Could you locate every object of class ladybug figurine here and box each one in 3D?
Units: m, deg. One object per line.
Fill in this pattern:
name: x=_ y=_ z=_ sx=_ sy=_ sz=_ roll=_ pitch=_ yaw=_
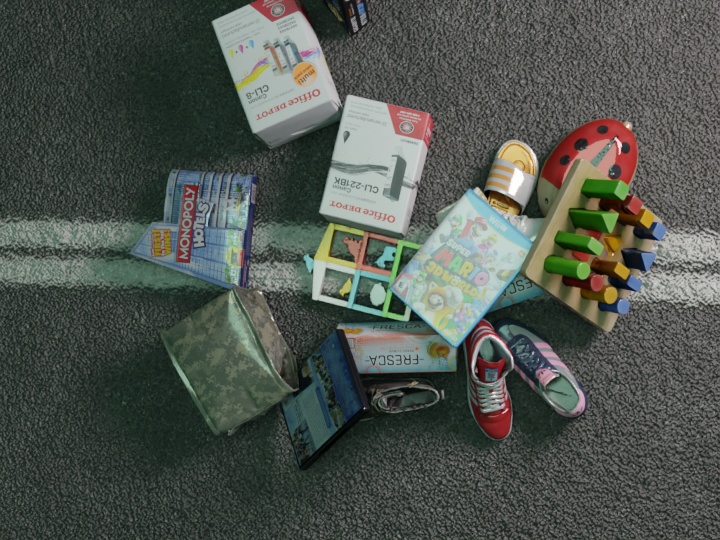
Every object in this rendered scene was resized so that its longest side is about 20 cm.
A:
ladybug figurine: x=0.364 y=-0.159 z=1.685 sx=0.135 sy=0.072 sz=0.201 roll=37 pitch=92 yaw=9

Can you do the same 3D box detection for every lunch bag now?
lunch bag: x=-0.203 y=0.150 z=1.723 sx=0.163 sy=0.117 sz=0.202 roll=-31 pitch=78 yaw=16

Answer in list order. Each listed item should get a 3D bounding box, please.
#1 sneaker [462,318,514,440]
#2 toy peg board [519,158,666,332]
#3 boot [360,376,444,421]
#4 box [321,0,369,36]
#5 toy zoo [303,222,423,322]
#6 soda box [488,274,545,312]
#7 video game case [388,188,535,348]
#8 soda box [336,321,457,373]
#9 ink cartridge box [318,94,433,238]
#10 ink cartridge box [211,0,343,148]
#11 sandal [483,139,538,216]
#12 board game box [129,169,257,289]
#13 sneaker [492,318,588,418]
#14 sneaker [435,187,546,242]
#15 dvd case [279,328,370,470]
sneaker: x=0.205 y=0.181 z=1.653 sx=0.070 sy=0.113 sz=0.203 roll=-14 pitch=100 yaw=-3
toy peg board: x=0.377 y=-0.031 z=1.602 sx=0.198 sy=0.098 sz=0.202 roll=32 pitch=83 yaw=-27
boot: x=0.036 y=0.200 z=1.661 sx=0.197 sy=0.174 sz=0.070 roll=-11 pitch=85 yaw=7
box: x=-0.055 y=-0.480 z=1.704 sx=0.046 sy=0.200 sz=0.160 roll=-38 pitch=82 yaw=0
toy zoo: x=0.000 y=0.000 z=1.757 sx=0.197 sy=0.020 sz=0.133 roll=14 pitch=89 yaw=9
soda box: x=0.259 y=0.008 z=1.690 sx=0.197 sy=0.064 sz=0.069 roll=-19 pitch=98 yaw=8
video game case: x=0.158 y=-0.003 z=1.632 sx=0.143 sy=0.018 sz=0.201 roll=41 pitch=97 yaw=11
soda box: x=0.057 y=0.123 z=1.703 sx=0.197 sy=0.068 sz=0.065 roll=-1 pitch=108 yaw=8
ink cartridge box: x=0.026 y=-0.167 z=1.731 sx=0.142 sy=0.084 sz=0.203 roll=13 pitch=89 yaw=8
ink cartridge box: x=-0.130 y=-0.326 z=1.734 sx=0.144 sy=0.145 sz=0.202 roll=-22 pitch=84 yaw=6
sandal: x=0.233 y=-0.109 z=1.708 sx=0.078 sy=0.059 sz=0.210 roll=18 pitch=90 yaw=8
board game box: x=-0.283 y=-0.070 z=1.784 sx=0.197 sy=0.062 sz=0.203 roll=4 pitch=87 yaw=8
sneaker: x=0.284 y=0.151 z=1.672 sx=0.200 sy=0.082 sz=0.070 roll=44 pitch=96 yaw=11
sneaker: x=0.213 y=-0.078 z=1.657 sx=0.197 sy=0.074 sz=0.117 roll=-15 pitch=105 yaw=22
dvd case: x=-0.062 y=0.206 z=1.673 sx=0.200 sy=0.017 sz=0.144 roll=-47 pitch=52 yaw=39
